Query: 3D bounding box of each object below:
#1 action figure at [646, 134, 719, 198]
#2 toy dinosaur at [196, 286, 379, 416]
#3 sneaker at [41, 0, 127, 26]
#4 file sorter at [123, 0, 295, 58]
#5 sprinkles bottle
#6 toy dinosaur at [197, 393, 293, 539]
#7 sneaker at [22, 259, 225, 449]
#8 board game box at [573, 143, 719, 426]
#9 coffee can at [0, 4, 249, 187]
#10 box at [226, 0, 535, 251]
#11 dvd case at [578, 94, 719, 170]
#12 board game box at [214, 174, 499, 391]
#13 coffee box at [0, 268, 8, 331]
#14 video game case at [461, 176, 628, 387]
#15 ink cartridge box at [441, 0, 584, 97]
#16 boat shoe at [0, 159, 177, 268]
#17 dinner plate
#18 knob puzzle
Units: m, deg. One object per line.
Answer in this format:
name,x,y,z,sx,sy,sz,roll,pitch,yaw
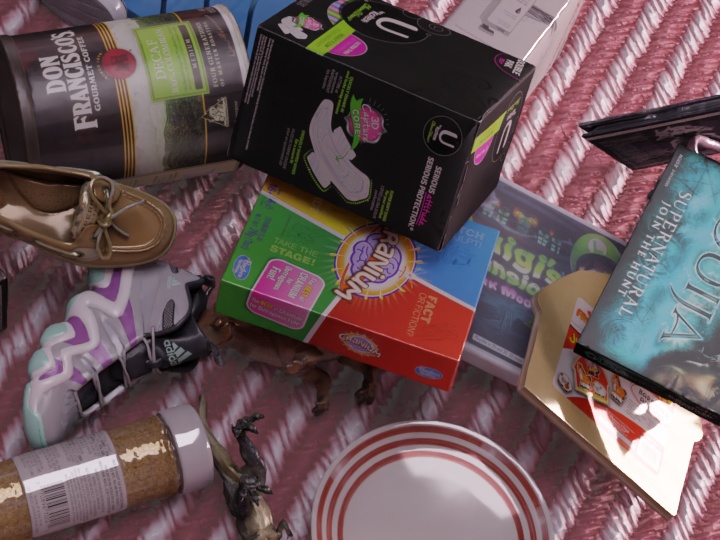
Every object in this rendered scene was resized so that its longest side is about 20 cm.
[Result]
action figure,0.329,0.005,1.649,0.133,0.149,0.200,10,33,-35
toy dinosaur,-0.036,0.040,1.604,0.198,0.086,0.136,-12,53,-24
sneaker,-0.282,-0.295,1.776,0.200,0.073,0.071,38,62,14
file sorter,-0.106,-0.270,1.764,0.199,0.123,0.139,33,57,12
sprinkles bottle,-0.216,0.162,1.495,0.198,0.068,0.069,-15,61,-19
toy dinosaur,-0.090,0.164,1.506,0.047,0.088,0.201,-17,62,-20
sneaker,-0.177,0.068,1.543,0.139,0.078,0.201,12,55,15
board game box,0.277,0.010,1.577,0.134,0.028,0.201,26,71,9
coffee can,-0.203,-0.142,1.649,0.198,0.147,0.147,-11,60,-18
box,0.019,-0.131,1.579,0.199,0.125,0.149,25,32,13
dvd case,0.285,-0.121,1.675,0.147,0.200,0.016,-10,82,19
board game box,0.000,0.000,1.560,0.198,0.040,0.154,18,48,3
coffee box,-0.392,0.040,1.534,0.200,0.080,0.113,-37,69,-28
video game case,0.155,0.021,1.654,0.199,0.023,0.183,26,55,-12
ink cartridge box,0.115,-0.188,1.738,0.082,0.147,0.200,33,56,8
boat shoe,-0.244,-0.047,1.536,0.198,0.063,0.074,9,82,-10
dinner plate,0.057,0.214,1.541,0.198,0.024,0.202,5,56,-7
knob puzzle,0.210,0.086,1.613,0.219,0.030,0.221,24,49,-31
